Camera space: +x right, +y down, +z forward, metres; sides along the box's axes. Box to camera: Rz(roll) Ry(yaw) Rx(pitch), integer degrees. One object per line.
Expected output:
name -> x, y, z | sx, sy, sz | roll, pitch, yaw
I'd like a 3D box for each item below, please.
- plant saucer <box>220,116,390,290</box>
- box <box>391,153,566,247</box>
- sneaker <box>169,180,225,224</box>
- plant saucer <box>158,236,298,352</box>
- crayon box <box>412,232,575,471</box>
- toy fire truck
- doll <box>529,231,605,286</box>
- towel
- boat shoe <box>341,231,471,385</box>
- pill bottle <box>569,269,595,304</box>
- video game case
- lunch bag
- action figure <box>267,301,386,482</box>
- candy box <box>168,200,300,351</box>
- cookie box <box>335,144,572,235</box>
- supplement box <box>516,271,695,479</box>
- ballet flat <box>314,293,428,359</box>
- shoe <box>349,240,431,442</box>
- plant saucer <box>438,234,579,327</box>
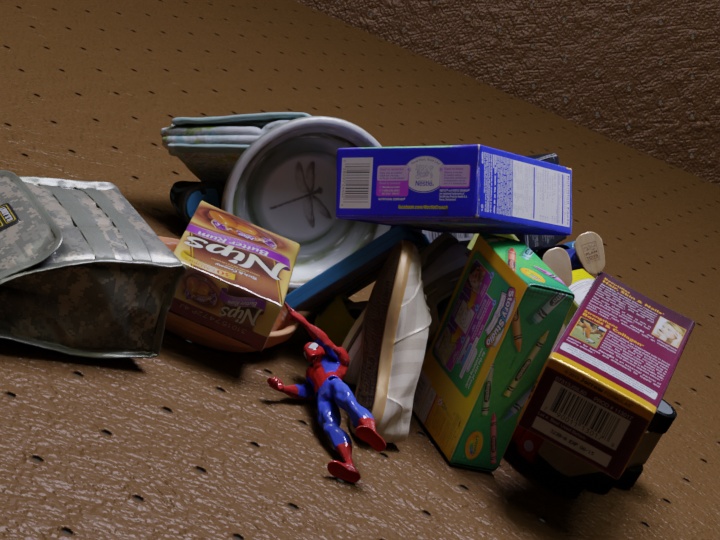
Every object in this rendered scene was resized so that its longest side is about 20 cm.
plant saucer -> -0.060, -0.077, 1.659 | 0.199, 0.201, 0.050 | 15, 17, -26
box -> 0.145, -0.077, 1.976 | 0.198, 0.125, 0.196 | -5, 8, 23
sneaker -> -0.132, -0.069, 1.805 | 0.199, 0.074, 0.082 | 19, 5, -33
plant saucer -> -0.159, 0.028, 1.547 | 0.199, 0.038, 0.200 | 22, 18, -7
crayon box -> 0.125, 0.080, 1.499 | 0.058, 0.201, 0.119 | 13, 20, -27
toy fire truck -> 0.213, 0.121, 1.596 | 0.200, 0.129, 0.175 | 41, 24, 33
doll -> 0.195, -0.006, 1.619 | 0.136, 0.049, 0.200 | -24, 4, -15
towel -> -0.111, -0.129, 1.763 | 0.198, 0.049, 0.171 | 3, -17, 20
boat shoe -> 0.054, 0.047, 1.561 | 0.068, 0.200, 0.075 | 37, -21, 17
pill bottle -> 0.279, 0.064, 1.913 | 0.104, 0.105, 0.200 | 9, 24, -41
video game case -> 0.000, 0.000, 1.612 | 0.018, 0.143, 0.200 | 58, 8, 7
lunch bag -> -0.285, -0.008, 1.357 | 0.199, 0.118, 0.164 | 3, 27, -36
action figure -> -0.044, 0.105, 1.412 | 0.099, 0.065, 0.200 | 36, 12, -23
candy box -> -0.129, 0.002, 1.510 | 0.116, 0.057, 0.200 | 24, 19, -5
cookie box -> 0.098, -0.079, 1.550 | 0.170, 0.076, 0.199 | 2, -3, 34
supplement box -> 0.239, 0.097, 1.468 | 0.110, 0.086, 0.200 | 29, 31, 10
ballet flat -> 0.047, 0.074, 1.636 | 0.199, 0.067, 0.067 | 19, 22, -18
shoe -> 0.035, 0.070, 1.474 | 0.053, 0.202, 0.070 | 18, -19, -19
plant saucer -> 0.169, 0.061, 1.713 | 0.200, 0.048, 0.200 | 46, 37, -10
